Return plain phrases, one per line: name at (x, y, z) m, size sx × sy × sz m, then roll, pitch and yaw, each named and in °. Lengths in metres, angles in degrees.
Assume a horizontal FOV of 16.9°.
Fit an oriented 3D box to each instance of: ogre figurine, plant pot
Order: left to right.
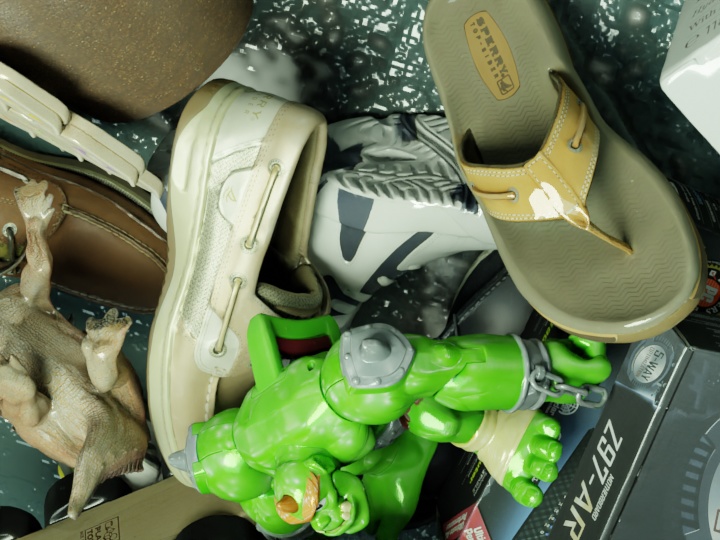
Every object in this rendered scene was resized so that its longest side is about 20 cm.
plant pot at (-0.138, -0.164, 1.036) m, size 0.186 × 0.187 × 0.200 m, roll -19°, pitch 130°, yaw 26°
ogre figurine at (0.001, 0.071, 1.060) m, size 0.120 × 0.099 × 0.200 m, roll 16°, pitch 165°, yaw -37°

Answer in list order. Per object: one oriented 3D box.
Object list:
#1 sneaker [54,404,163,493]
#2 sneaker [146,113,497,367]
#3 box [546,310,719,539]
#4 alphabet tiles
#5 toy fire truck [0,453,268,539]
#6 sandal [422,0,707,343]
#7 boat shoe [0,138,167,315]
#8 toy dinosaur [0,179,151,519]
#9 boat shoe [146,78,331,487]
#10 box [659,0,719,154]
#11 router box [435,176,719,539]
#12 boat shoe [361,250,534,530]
sneaker at (-0.119, 0.127, 1.255) m, size 0.200 × 0.075 × 0.085 m, roll 40°, pitch 103°, yaw -11°
sneaker at (0.000, 0.000, 1.147) m, size 0.198 × 0.080 × 0.130 m, roll 1°, pitch 124°, yaw 16°
box at (0.189, 0.109, 1.067) m, size 0.199 × 0.044 × 0.161 m, roll 13°, pitch 112°, yaw -23°
alphabet tiles at (-0.183, -0.090, 1.088) m, size 0.200 × 0.015 × 0.195 m, roll 25°, pitch 173°, yaw 45°
toy fire truck at (-0.092, 0.206, 1.203) m, size 0.175 × 0.129 × 0.200 m, roll -22°, pitch 126°, yaw 6°
sandal at (0.075, -0.054, 1.034) m, size 0.080 × 0.200 × 0.054 m, roll -33°, pitch 154°, yaw 14°
boat shoe at (-0.175, -0.023, 1.189) m, size 0.199 × 0.068 × 0.072 m, roll 25°, pitch 124°, yaw -2°
toy dinosaur at (-0.138, 0.056, 1.121) m, size 0.086 × 0.200 × 0.136 m, roll -31°, pitch 136°, yaw -12°
boat shoe at (-0.050, 0.015, 1.089) m, size 0.065 × 0.072 × 0.201 m, roll 16°, pitch 116°, yaw 20°
box at (0.263, -0.088, 0.977) m, size 0.199 × 0.131 × 0.200 m, roll -36°, pitch 107°, yaw 32°
router box at (0.143, 0.067, 1.110) m, size 0.149 × 0.062 × 0.201 m, roll 21°, pitch 109°, yaw -12°
boat shoe at (0.059, 0.055, 1.176) m, size 0.074 × 0.062 × 0.200 m, roll 33°, pitch 124°, yaw -4°
